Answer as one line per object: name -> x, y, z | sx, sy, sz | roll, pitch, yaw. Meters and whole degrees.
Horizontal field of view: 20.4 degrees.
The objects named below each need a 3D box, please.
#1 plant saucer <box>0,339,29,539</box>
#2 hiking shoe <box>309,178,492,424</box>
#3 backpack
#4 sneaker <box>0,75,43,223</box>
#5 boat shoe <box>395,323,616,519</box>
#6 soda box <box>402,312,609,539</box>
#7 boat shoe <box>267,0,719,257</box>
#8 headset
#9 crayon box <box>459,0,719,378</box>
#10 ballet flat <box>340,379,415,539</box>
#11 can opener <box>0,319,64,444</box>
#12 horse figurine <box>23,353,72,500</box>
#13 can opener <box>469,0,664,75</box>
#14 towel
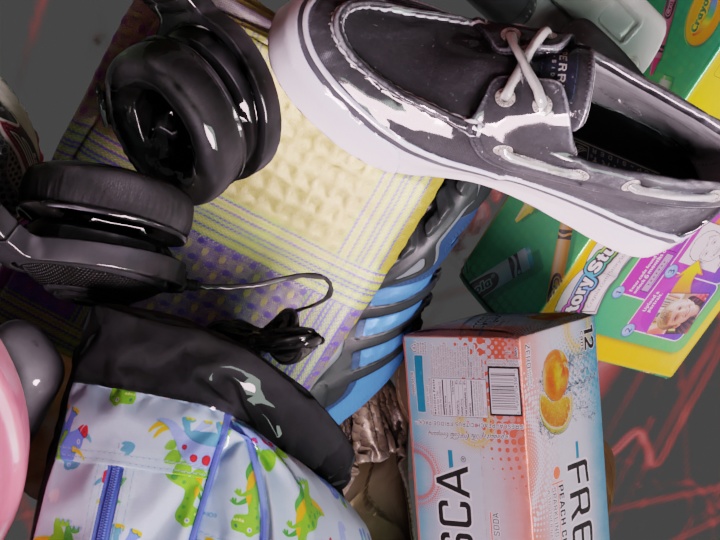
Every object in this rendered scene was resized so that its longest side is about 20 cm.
plant saucer -> -0.209, 0.065, 0.649 | 0.199, 0.051, 0.201 | -2, 129, -3
hiking shoe -> 0.000, 0.000, 0.881 | 0.200, 0.074, 0.087 | -49, 153, 19
backpack -> -0.060, 0.138, 0.706 | 0.201, 0.153, 0.163 | -65, 159, -16
sneaker -> -0.188, -0.053, 0.683 | 0.081, 0.075, 0.200 | -50, 138, 12
boat shoe -> 0.060, 0.084, 0.981 | 0.200, 0.064, 0.072 | 44, 58, -50
soda box -> 0.068, 0.120, 0.881 | 0.068, 0.063, 0.201 | -11, 99, -53
boat shoe -> 0.063, -0.064, 0.761 | 0.199, 0.072, 0.068 | 24, 148, -22
headset -> -0.085, -0.034, 0.733 | 0.200, 0.094, 0.124 | 47, 62, -27
crayon box -> 0.150, -0.049, 0.943 | 0.118, 0.058, 0.200 | 15, 116, -42
ballet flat -> 0.003, 0.129, 1.002 | 0.067, 0.046, 0.201 | -19, 135, -21
can opener -> -0.155, 0.099, 0.751 | 0.053, 0.066, 0.200 | -23, 151, -44
horse figurine -> -0.158, 0.071, 0.800 | 0.199, 0.050, 0.133 | 8, 123, -3
can opener -> 0.069, -0.121, 0.809 | 0.053, 0.067, 0.200 | -47, 132, 7
towel -> -0.062, -0.012, 0.807 | 0.143, 0.023, 0.201 | 26, 110, -15
